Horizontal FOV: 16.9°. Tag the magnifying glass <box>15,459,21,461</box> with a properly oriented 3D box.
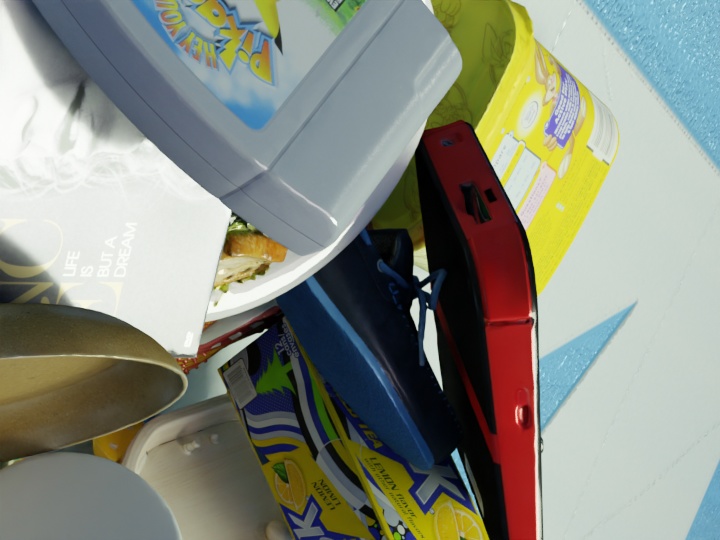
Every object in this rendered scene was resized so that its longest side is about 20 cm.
[{"bbox_3d":[-0.158,0.065,1.107,0.022,0.080,0.201,-16,139,-47],"label":"magnifying glass"}]

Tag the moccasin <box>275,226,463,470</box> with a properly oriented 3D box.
[{"bbox_3d":[0.000,0.000,1.128,0.068,0.080,0.201,-38,111,-21],"label":"moccasin"}]

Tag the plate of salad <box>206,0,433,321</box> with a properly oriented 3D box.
[{"bbox_3d":[-0.047,-0.057,1.013,0.199,0.048,0.201,-20,131,-24],"label":"plate of salad"}]

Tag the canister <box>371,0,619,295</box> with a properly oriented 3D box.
[{"bbox_3d":[0.061,-0.064,1.336,0.149,0.086,0.200,-61,154,-1],"label":"canister"}]

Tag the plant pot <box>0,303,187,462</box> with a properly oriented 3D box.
[{"bbox_3d":[-0.164,0.046,0.901,0.200,0.199,0.028,15,63,-62],"label":"plant pot"}]

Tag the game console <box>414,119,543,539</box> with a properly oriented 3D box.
[{"bbox_3d":[0.060,0.036,1.152,0.200,0.031,0.178,-107,-172,-67],"label":"game console"}]

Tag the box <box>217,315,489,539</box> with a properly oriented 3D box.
[{"bbox_3d":[0.009,0.118,1.194,0.070,0.201,0.064,-10,160,-46],"label":"box"}]

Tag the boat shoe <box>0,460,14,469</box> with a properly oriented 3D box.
[{"bbox_3d":[-0.217,0.144,1.080,0.201,0.074,0.068,-58,171,-10],"label":"boat shoe"}]

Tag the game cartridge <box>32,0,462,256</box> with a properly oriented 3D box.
[{"bbox_3d":[-0.055,-0.109,0.912,0.200,0.040,0.134,48,51,-14],"label":"game cartridge"}]

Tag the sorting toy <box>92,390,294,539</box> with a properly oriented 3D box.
[{"bbox_3d":[-0.100,0.159,1.262,0.199,0.107,0.180,-16,147,-49],"label":"sorting toy"}]

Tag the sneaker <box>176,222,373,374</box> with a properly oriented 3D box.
[{"bbox_3d":[-0.085,0.007,1.187,0.199,0.077,0.073,-26,172,-30],"label":"sneaker"}]

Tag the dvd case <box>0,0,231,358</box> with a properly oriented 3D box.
[{"bbox_3d":[-0.127,-0.037,0.912,0.199,0.016,0.150,1,110,-40],"label":"dvd case"}]

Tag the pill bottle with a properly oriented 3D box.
[{"bbox_3d":[-0.130,0.168,1.043,0.114,0.114,0.200,-44,162,-30],"label":"pill bottle"}]
